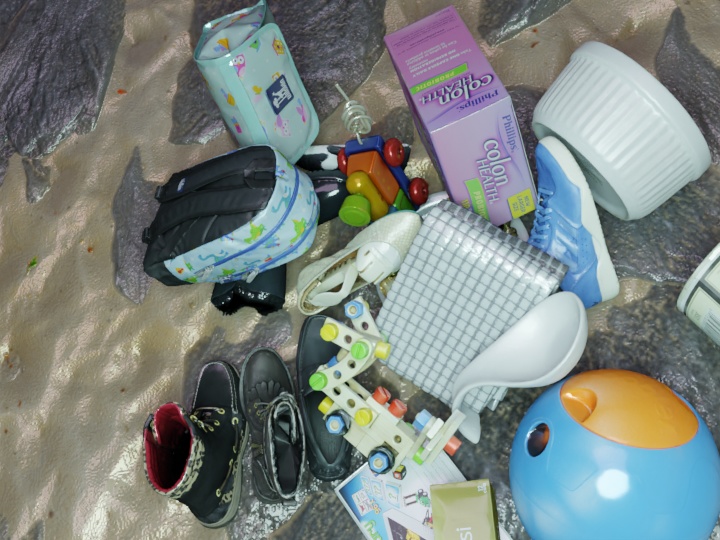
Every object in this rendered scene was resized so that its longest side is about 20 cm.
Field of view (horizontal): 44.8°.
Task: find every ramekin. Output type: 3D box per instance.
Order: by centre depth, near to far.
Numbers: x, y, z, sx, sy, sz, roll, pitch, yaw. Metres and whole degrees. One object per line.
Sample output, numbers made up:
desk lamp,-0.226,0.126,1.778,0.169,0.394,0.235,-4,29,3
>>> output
ramekin,0.287,-0.151,0.998,0.105,0.200,0.200,-43,62,4

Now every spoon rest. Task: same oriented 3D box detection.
spoon rest,0.153,0.098,0.874,0.200,0.060,0.100,-51,21,34

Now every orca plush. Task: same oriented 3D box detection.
orca plush,-0.028,-0.128,1.148,0.197,0.105,0.072,1,97,14

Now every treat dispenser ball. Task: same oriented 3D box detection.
treat dispenser ball,0.243,0.197,0.843,0.198,0.201,0.204,-6,64,13

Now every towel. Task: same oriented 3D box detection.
towel,0.116,0.044,0.967,0.164,0.085,0.202,30,117,13

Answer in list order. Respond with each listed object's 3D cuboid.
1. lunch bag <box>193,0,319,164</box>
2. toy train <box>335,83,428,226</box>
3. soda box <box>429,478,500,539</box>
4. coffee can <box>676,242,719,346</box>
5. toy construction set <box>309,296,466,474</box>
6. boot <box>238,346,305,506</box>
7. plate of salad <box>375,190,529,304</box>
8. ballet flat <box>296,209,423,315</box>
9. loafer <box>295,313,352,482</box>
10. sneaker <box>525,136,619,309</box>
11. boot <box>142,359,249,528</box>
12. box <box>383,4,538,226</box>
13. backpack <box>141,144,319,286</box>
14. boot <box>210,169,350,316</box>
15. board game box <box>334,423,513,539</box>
lunch bag,-0.134,-0.234,1.130,0.120,0.172,0.201,-20,30,6
toy train,0.001,-0.106,1.030,0.084,0.200,0.117,-6,50,31
soda box,0.112,0.315,0.864,0.063,0.068,0.203,-9,64,11
coffee can,0.445,0.054,0.880,0.146,0.147,0.200,-39,62,-4
toy construction set,0.025,0.136,0.928,0.200,0.092,0.132,42,105,27
boot,-0.090,0.163,0.965,0.068,0.174,0.203,-5,70,-13
plate of salad,0.110,-0.014,1.066,0.197,0.048,0.203,-7,64,14
ballet flat,0.000,0.000,1.016,0.199,0.067,0.063,-31,32,37
loafer,-0.039,0.141,1.020,0.067,0.071,0.203,-3,65,-6
sneaker,0.209,-0.041,0.985,0.110,0.202,0.077,-23,18,1
boot,-0.187,0.182,1.004,0.072,0.151,0.203,-4,65,14
box,0.119,-0.177,1.041,0.096,0.177,0.201,-24,47,4
backpack,-0.145,-0.068,1.038,0.199,0.153,0.165,-30,40,40
boot,-0.094,-0.030,1.114,0.197,0.077,0.170,-9,60,20
board game box,0.077,0.280,0.948,0.126,0.035,0.201,-37,62,-4
